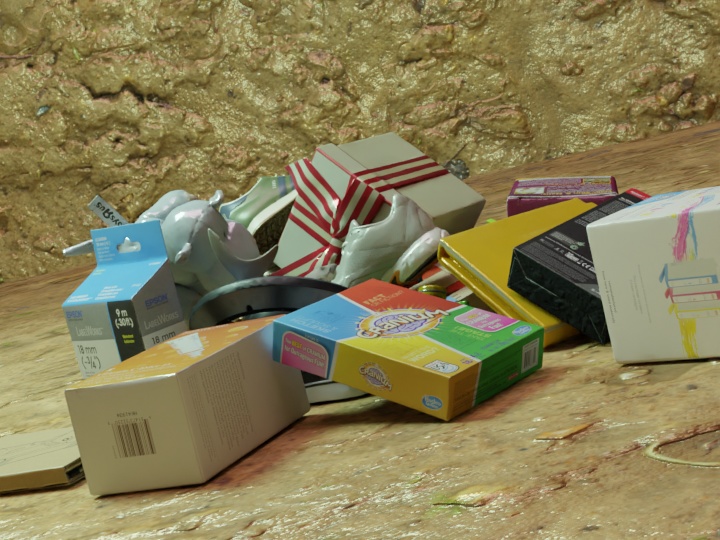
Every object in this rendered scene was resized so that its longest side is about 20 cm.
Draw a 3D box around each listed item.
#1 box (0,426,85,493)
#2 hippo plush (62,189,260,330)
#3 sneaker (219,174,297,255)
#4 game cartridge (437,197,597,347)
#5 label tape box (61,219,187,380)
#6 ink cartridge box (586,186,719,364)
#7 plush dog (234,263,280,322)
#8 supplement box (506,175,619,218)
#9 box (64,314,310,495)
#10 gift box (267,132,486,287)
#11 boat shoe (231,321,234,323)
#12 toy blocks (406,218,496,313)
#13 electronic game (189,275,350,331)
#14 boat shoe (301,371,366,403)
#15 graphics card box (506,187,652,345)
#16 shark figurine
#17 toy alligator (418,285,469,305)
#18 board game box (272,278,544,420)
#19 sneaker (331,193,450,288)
[{"bbox_3d":[-0.317,0.183,1.488,0.198,0.022,0.163,-11,8,27],"label":"box"},{"bbox_3d":[-0.190,-0.041,1.715,0.160,0.200,0.160,-23,35,47],"label":"hippo plush"},{"bbox_3d":[-0.089,-0.097,1.880,0.089,0.068,0.199,29,50,35],"label":"sneaker"},{"bbox_3d":[0.206,-0.002,1.544,0.198,0.033,0.176,-15,39,-30],"label":"game cartridge"},{"bbox_3d":[-0.247,0.057,1.602,0.063,0.203,0.143,-21,10,-40],"label":"label tape box"},{"bbox_3d":[0.315,-0.004,1.280,0.198,0.127,0.128,-8,9,43],"label":"ink cartridge box"},{"bbox_3d":[-0.092,0.024,1.895,0.198,0.162,0.172,-18,34,-21],"label":"plush dog"},{"bbox_3d":[0.244,-0.052,1.818,0.129,0.105,0.200,-1,9,10],"label":"supplement box"},{"bbox_3d":[-0.151,0.118,1.366,0.123,0.099,0.200,-10,8,27],"label":"box"},{"bbox_3d":[0.003,-0.047,1.802,0.199,0.186,0.186,32,28,24],"label":"gift box"},{"bbox_3d":[-0.175,0.086,1.786,0.199,0.067,0.072,-11,7,25],"label":"boat shoe"},{"bbox_3d":[0.114,0.023,1.669,0.136,0.101,0.200,-28,19,-11],"label":"toy blocks"},{"bbox_3d":[-0.077,0.057,1.558,0.197,0.042,0.201,0,-28,0],"label":"electronic game"},{"bbox_3d":[-0.077,0.098,1.494,0.197,0.069,0.073,-10,8,29],"label":"boat shoe"},{"bbox_3d":[0.253,-0.008,1.486,0.125,0.051,0.199,32,40,33],"label":"graphics card box"},{"bbox_3d":[-0.111,0.030,1.636,0.089,0.130,0.214,23,2,27],"label":"shark figurine"},{"bbox_3d":[0.037,0.054,1.591,0.054,0.060,0.199,14,-18,-32],"label":"toy alligator"},{"bbox_3d":[0.042,0.067,1.370,0.198,0.041,0.152,15,24,35],"label":"board game box"},{"bbox_3d":[0.000,0.000,1.650,0.199,0.092,0.076,-40,-9,4],"label":"sneaker"}]
